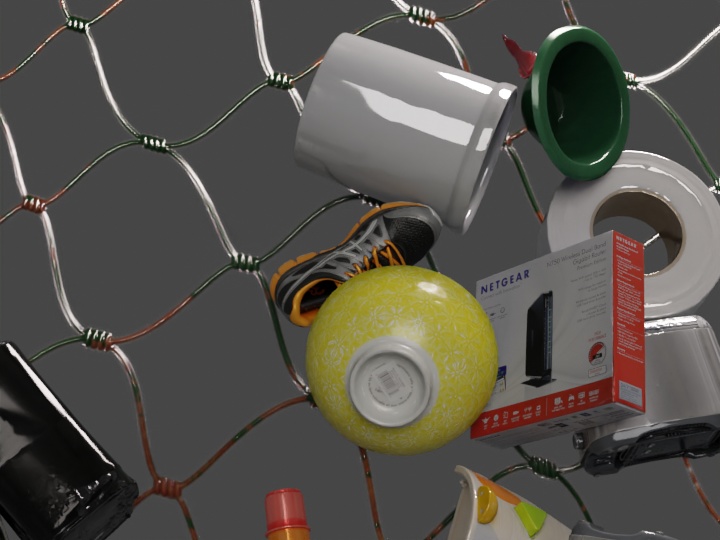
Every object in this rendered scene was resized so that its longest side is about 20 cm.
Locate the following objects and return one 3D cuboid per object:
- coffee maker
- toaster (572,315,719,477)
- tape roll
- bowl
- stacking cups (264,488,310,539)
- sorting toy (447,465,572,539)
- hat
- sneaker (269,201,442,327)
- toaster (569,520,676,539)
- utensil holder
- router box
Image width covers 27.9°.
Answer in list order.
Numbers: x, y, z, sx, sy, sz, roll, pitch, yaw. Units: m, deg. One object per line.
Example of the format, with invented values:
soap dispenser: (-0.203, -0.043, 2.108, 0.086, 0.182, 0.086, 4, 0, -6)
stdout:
coffee maker: (-0.315, 0.170, 1.402, 0.200, 0.192, 0.135, 45, 44, 12)
toaster: (0.307, 0.127, 1.498, 0.199, 0.114, 0.130, -10, 65, -5)
tape roll: (0.295, -0.029, 1.586, 0.202, 0.071, 0.203, 1, 67, -2)
bowl: (0.035, 0.101, 1.443, 0.199, 0.108, 0.201, 2, 102, 8)
stacking cups: (-0.068, 0.317, 1.430, 0.060, 0.061, 0.201, -8, 63, -6)
sorting toy: (0.159, 0.307, 1.399, 0.180, 0.107, 0.201, 25, 67, -13)
hat: (0.185, -0.178, 1.605, 0.200, 0.176, 0.166, -23, 104, -44)
sneaker: (0.000, 0.000, 1.525, 0.200, 0.078, 0.077, -31, 27, 7)
toaster: (0.264, 0.315, 1.344, 0.113, 0.200, 0.130, 3, 73, 38)
utensil holder: (0.049, -0.152, 1.575, 0.199, 0.170, 0.170, 21, 67, 9)
router box: (0.198, 0.074, 1.473, 0.049, 0.200, 0.180, 20, 62, -34)
